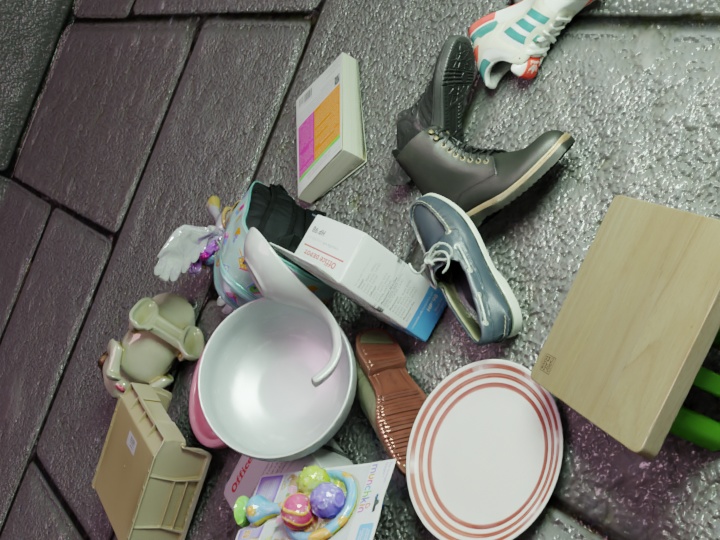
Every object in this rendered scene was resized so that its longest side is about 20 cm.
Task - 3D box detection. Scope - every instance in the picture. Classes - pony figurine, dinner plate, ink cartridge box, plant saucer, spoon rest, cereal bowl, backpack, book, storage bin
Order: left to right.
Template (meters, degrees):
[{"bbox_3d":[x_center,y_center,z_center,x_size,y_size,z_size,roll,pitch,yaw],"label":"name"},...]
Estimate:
[{"bbox_3d":[-0.330,0.310,1.475,0.200,0.093,0.201,37,110,54],"label":"storage bin"},{"bbox_3d":[-0.235,-0.042,1.532,0.195,0.165,0.200,-65,19,-9],"label":"pony figurine"},{"bbox_3d":[-0.187,0.170,1.419,0.200,0.050,0.203,-28,52,42],"label":"plant saucer"},{"bbox_3d":[-0.112,-0.010,1.273,0.154,0.175,0.200,-53,16,14],"label":"backpack"},{"bbox_3d":[-0.095,0.138,1.156,0.197,0.083,0.203,-4,69,11],"label":"cereal bowl"},{"bbox_3d":[-0.078,0.035,1.106,0.201,0.060,0.099,60,169,10],"label":"spoon rest"},{"bbox_3d":[-0.077,0.285,1.183,0.147,0.084,0.200,-61,35,9],"label":"ink cartridge box"},{"bbox_3d":[-0.053,-0.221,1.455,0.133,0.048,0.202,-36,45,40],"label":"book"},{"bbox_3d":[0.000,0.000,1.126,0.115,0.199,0.067,24,81,54],"label":"ink cartridge box"},{"bbox_3d":[0.131,0.194,0.995,0.199,0.024,0.202,-24,53,36],"label":"dinner plate"}]

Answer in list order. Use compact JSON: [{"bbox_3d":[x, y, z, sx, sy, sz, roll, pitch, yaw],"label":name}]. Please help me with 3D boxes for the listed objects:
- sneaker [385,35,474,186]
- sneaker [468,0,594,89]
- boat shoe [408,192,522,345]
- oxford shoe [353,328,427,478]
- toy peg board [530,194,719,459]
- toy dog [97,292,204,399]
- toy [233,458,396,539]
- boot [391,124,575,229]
[{"bbox_3d":[0.086,-0.203,1.215,0.104,0.060,0.202,20,112,46],"label":"sneaker"},{"bbox_3d":[0.215,-0.282,1.125,0.199,0.070,0.095,-18,75,46],"label":"sneaker"},{"bbox_3d":[0.104,-0.002,1.059,0.201,0.061,0.075,62,146,20],"label":"boat shoe"},{"bbox_3d":[0.039,0.168,1.126,0.074,0.070,0.201,107,154,-47],"label":"oxford shoe"},{"bbox_3d":[0.276,0.055,0.853,0.202,0.097,0.199,-65,20,4],"label":"toy peg board"},{"bbox_3d":[-0.376,0.138,1.616,0.200,0.139,0.195,-49,26,24],"label":"toy dog"},{"bbox_3d":[-0.065,0.258,1.049,0.198,0.047,0.116,-18,35,34],"label":"toy"},{"bbox_3d":[0.131,-0.132,1.075,0.200,0.077,0.139,-38,86,34],"label":"boot"}]
